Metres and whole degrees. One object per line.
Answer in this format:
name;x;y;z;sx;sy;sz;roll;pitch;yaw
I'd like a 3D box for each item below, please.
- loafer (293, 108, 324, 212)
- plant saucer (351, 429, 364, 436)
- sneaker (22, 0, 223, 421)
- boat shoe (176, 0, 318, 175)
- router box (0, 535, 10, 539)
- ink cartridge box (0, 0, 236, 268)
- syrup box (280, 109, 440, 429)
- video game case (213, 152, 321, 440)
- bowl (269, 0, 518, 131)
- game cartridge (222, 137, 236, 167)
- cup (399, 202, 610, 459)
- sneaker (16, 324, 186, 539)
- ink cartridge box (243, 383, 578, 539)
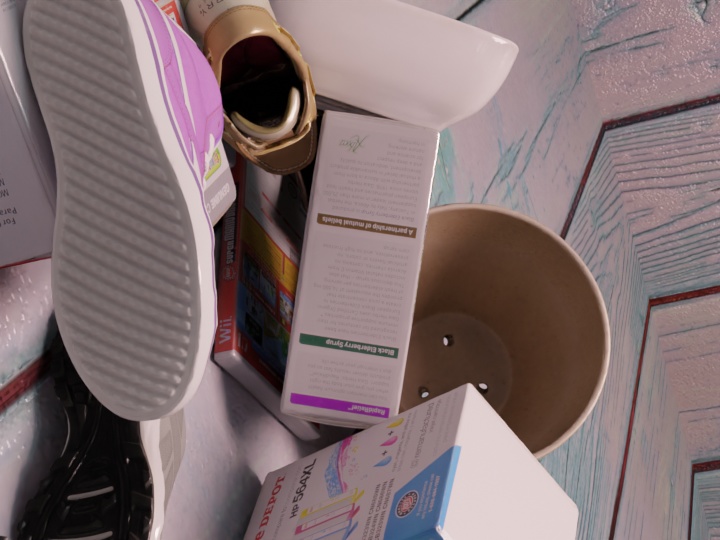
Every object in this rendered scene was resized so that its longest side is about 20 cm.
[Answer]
loafer;-0.026;-0.100;1.050;0.063;0.072;0.200;44;24;-47
plant saucer;0.024;0.205;1.084;0.200;0.037;0.201;-13;90;-71
sneaker;-0.088;-0.033;0.622;0.114;0.072;0.201;15;66;-72
boat shoe;-0.064;-0.107;0.828;0.200;0.074;0.066;63;2;-62
router box;-0.164;0.221;0.505;0.150;0.062;0.201;-38;114;-70
ink cartridge box;-0.152;-0.077;0.692;0.200;0.084;0.176;-58;134;-63
syrup box;0.000;0.000;0.907;0.079;0.081;0.201;-48;148;-87
video game case;-0.063;0.006;0.992;0.143;0.017;0.200;52;31;-52
bowl;-0.005;-0.151;0.972;0.200;0.199;0.075;-152;-101;-76
game cartridge;-0.129;-0.168;0.891;0.133;0.040;0.201;17;62;-64
cup;0.078;0.065;1.039;0.143;0.200;0.201;99;-15;-74
sneaker;-0.120;0.108;0.689;0.079;0.074;0.201;62;24;-49
ink cartridge box;0.016;0.187;0.854;0.125;0.200;0.129;49;32;-21
